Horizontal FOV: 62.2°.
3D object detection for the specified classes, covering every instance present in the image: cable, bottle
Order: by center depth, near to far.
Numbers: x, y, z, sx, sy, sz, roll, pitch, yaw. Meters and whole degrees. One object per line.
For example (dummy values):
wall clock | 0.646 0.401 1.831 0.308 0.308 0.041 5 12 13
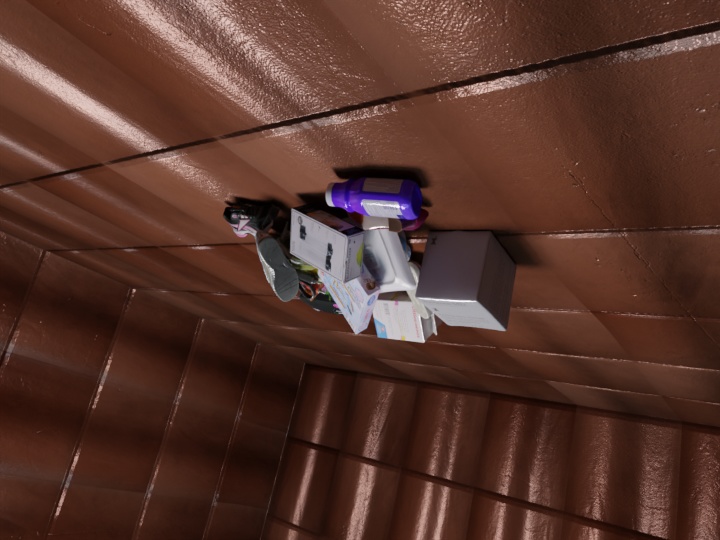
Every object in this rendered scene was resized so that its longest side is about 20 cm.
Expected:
bottle | 0.025 -0.149 1.208 0.194 0.067 0.084 7 161 26
cable | -0.178 0.010 1.694 0.195 0.100 0.050 24 -158 14

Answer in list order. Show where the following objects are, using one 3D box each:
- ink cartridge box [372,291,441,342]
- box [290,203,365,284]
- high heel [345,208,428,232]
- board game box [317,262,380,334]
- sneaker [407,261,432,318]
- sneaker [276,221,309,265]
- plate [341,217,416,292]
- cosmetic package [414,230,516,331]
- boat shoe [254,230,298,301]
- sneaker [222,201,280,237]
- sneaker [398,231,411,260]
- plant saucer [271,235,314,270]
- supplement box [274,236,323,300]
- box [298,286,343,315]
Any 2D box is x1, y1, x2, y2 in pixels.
ink cartridge box | 0.149 0.124 1.798 0.195 0.133 0.125 3 -156 36
box | -0.080 -0.065 1.384 0.059 0.120 0.197 -18 -147 -41
high heel | 0.054 -0.126 1.314 0.094 0.070 0.197 -21 -146 -37
board game box | -0.034 0.026 1.487 0.040 0.202 0.201 -25 157 -23
sneaker | 0.180 0.027 1.632 0.076 0.111 0.203 22 148 43
sneaker | -0.154 -0.071 1.534 0.075 0.091 0.198 1 -159 -44
plate | 0.030 -0.037 1.417 0.032 0.206 0.197 -28 -168 -35
cosmetic package | 0.252 0.025 1.407 0.163 0.172 0.199 2 159 36
boat shoe | -0.214 -0.010 1.521 0.065 0.073 0.205 45 163 51
sneaker | -0.291 -0.138 1.536 0.196 0.082 0.086 -11 139 43
sneaker | 0.085 -0.050 1.484 0.069 0.075 0.200 8 163 14
plant saucer | -0.189 -0.045 1.636 0.194 0.032 0.201 17 -163 -5
supplement box | -0.195 -0.005 1.740 0.200 0.069 0.067 44 172 4
box | -0.071 0.063 1.884 0.194 0.128 0.149 9 163 23
